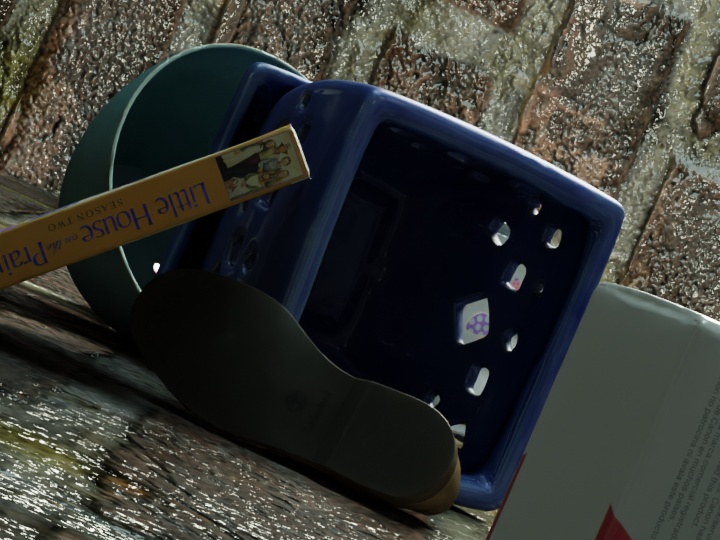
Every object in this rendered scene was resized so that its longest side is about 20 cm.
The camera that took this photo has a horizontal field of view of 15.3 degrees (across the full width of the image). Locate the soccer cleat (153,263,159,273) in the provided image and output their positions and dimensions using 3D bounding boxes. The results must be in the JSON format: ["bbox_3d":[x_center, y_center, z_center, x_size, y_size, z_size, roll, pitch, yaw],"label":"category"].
[{"bbox_3d":[-0.119,0.026,1.844,0.073,0.068,0.200,51,11,28],"label":"soccer cleat"}]

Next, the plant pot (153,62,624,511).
[{"bbox_3d":[0.000,0.000,1.542,0.200,0.201,0.180,22,3,-35],"label":"plant pot"}]

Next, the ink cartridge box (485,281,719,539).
[{"bbox_3d":[0.149,0.110,0.910,0.199,0.146,0.083,24,-1,-22],"label":"ink cartridge box"}]

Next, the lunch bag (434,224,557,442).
[{"bbox_3d":[0.040,0.028,2.027,0.199,0.170,0.127,20,-2,-9],"label":"lunch bag"}]

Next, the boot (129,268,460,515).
[{"bbox_3d":[-0.034,0.070,1.389,0.200,0.074,0.075,31,-12,20],"label":"boot"}]

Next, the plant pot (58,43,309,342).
[{"bbox_3d":[-0.113,-0.031,1.682,0.200,0.201,0.135,23,-22,-35],"label":"plant pot"}]

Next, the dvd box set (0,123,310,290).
[{"bbox_3d":[-0.123,-0.028,1.365,0.199,0.030,0.146,-20,4,-1],"label":"dvd box set"}]
